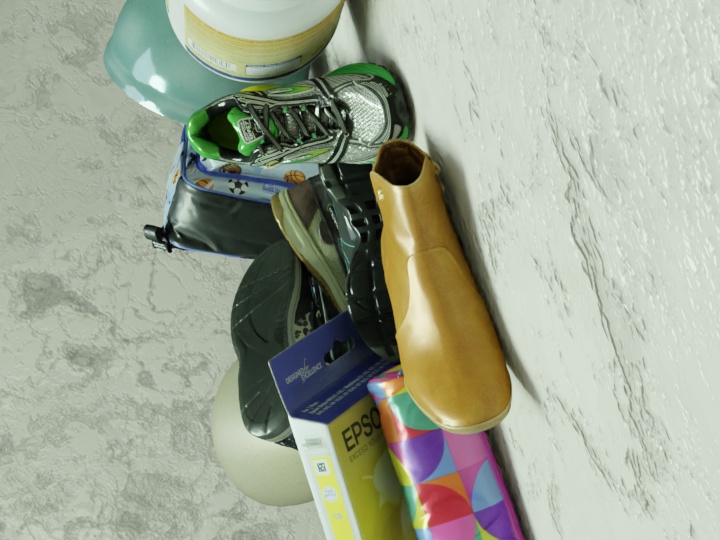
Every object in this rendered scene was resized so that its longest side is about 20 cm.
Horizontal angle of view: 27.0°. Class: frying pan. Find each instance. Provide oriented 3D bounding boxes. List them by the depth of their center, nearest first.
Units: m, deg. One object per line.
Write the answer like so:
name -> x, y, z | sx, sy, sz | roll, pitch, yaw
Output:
frying pan -> -0.029, 0.053, 1.423 | 0.190, 0.031, 0.115 | 85, 173, -58

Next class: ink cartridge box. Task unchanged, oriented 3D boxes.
ink cartridge box -> 0.018, 0.133, 1.220 | 0.198, 0.047, 0.200 | -32, -70, -57

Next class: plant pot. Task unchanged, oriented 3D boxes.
plant pot -> -0.133, -0.238, 1.429 | 0.200, 0.200, 0.134 | -117, 39, -50

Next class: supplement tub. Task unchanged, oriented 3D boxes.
supplement tub -> -0.077, -0.232, 1.131 | 0.200, 0.144, 0.145 | 134, 119, -81

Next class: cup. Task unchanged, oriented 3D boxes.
cup -> -0.053, 0.178, 1.764 | 0.143, 0.200, 0.201 | -9, 98, 53

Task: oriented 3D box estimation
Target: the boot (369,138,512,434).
boot -> 0.046, 0.005, 1.035 | 0.201, 0.071, 0.144 | -110, 4, -56

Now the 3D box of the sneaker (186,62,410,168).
sneaker -> -0.048, -0.108, 1.154 | 0.200, 0.085, 0.078 | -6, 102, 38

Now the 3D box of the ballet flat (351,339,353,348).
ballet flat -> 0.031, 0.107, 1.405 | 0.200, 0.072, 0.072 | -111, 8, -54

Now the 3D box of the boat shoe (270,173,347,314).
boat shoe -> 0.000, 0.000, 1.312 | 0.200, 0.065, 0.073 | 51, -163, -30

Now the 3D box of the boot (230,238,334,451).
boot -> -0.035, 0.085, 1.296 | 0.154, 0.073, 0.204 | 36, -145, -37

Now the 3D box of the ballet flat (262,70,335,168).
ballet flat -> -0.070, -0.125, 1.300 | 0.068, 0.067, 0.200 | 57, 147, -8

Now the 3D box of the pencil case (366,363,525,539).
pencil case -> 0.070, 0.157, 1.158 | 0.088, 0.088, 0.200 | 168, 85, -82

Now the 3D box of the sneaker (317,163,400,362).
sneaker -> 0.019, -0.025, 1.232 | 0.079, 0.075, 0.200 | 8, -110, -83

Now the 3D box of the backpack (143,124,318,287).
backpack -> -0.106, -0.094, 1.495 | 0.191, 0.200, 0.154 | -110, 37, -64
